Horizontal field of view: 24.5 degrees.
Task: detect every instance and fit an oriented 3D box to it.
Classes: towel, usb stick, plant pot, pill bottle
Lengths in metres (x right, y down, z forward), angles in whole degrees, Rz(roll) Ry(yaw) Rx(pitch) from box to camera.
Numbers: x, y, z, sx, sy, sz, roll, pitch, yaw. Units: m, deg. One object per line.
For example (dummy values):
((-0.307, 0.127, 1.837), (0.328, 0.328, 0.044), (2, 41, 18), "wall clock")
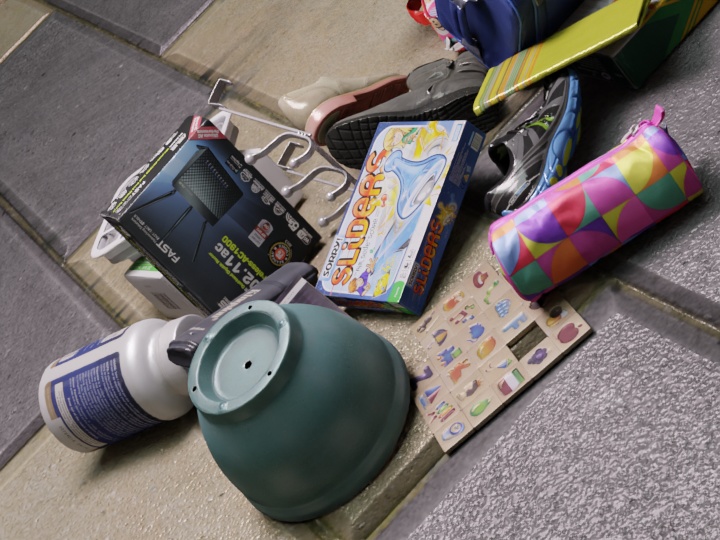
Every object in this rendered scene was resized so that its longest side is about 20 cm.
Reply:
((0.201, -0.216, 1.656), (0.200, 0.018, 0.086), (-26, 24, 33), "towel")
((-0.121, 0.045, 1.741), (0.055, 0.033, 0.200), (9, 32, 40), "usb stick")
((-0.073, 0.110, 1.522), (0.200, 0.134, 0.201), (-24, 45, 26), "plant pot")
((-0.243, 0.118, 1.792), (0.199, 0.111, 0.111), (-23, 34, 32), "pill bottle")

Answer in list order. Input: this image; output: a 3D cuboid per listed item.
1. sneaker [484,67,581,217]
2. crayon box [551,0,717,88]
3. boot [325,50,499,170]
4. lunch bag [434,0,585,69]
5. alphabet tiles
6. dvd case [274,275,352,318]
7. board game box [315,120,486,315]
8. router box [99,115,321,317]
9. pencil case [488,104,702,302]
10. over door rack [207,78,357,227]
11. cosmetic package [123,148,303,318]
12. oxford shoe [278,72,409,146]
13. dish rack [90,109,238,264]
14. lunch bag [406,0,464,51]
((0.169, -0.128, 1.621), (0.082, 0.071, 0.200), (10, 53, 16), "sneaker")
((0.300, -0.281, 1.701), (0.200, 0.052, 0.126), (-48, 28, -7), "crayon box")
((0.060, -0.181, 1.843), (0.199, 0.068, 0.131), (-15, 31, 8), "boot")
((0.153, -0.296, 1.744), (0.136, 0.200, 0.132), (40, 78, 20), "lunch bag")
((0.111, 0.065, 1.519), (0.167, 0.008, 0.200), (-41, 28, 5), "alphabet tiles")
((-0.059, 0.101, 1.635), (0.149, 0.016, 0.200), (-50, 39, -2), "dvd case")
((0.039, -0.056, 1.687), (0.135, 0.034, 0.201), (4, 68, 49), "board game box")
((-0.161, -0.048, 1.816), (0.150, 0.200, 0.062), (-50, 24, -13), "router box")
((0.206, -0.056, 1.475), (0.200, 0.088, 0.088), (-36, 29, 10), "pencil case")
((-0.078, -0.117, 1.824), (0.067, 0.148, 0.200), (-51, 43, -3), "over door rack")
((-0.171, -0.042, 1.949), (0.107, 0.085, 0.200), (0, 51, 57), "cosmetic package")
((-0.013, -0.200, 1.889), (0.200, 0.074, 0.071), (-22, -37, -53), "oxford shoe")
((-0.221, -0.091, 1.949), (0.200, 0.044, 0.172), (-32, 26, 28), "dish rack")
((0.132, -0.351, 1.983), (0.176, 0.082, 0.200), (-33, 30, 19), "lunch bag")
